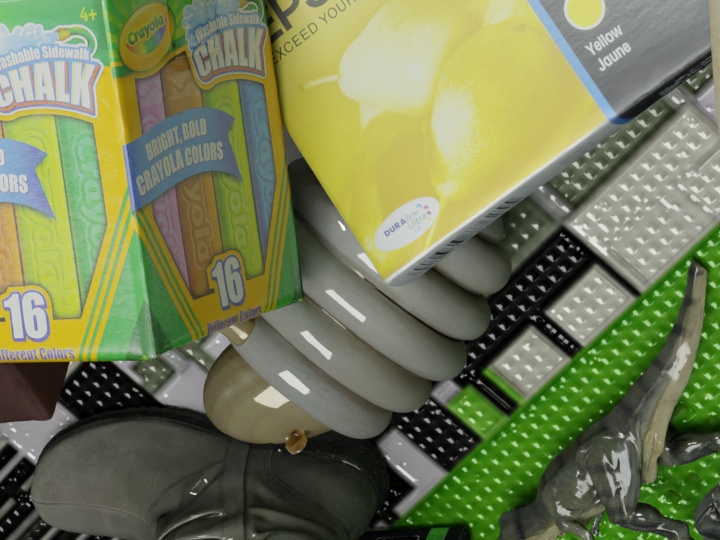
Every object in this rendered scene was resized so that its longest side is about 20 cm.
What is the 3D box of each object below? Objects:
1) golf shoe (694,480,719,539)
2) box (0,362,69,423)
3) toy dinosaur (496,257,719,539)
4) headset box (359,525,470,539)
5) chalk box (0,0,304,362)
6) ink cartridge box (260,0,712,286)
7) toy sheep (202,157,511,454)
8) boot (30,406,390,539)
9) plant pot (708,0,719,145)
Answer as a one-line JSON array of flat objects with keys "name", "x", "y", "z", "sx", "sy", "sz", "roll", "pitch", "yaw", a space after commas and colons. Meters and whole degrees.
[{"name": "golf shoe", "x": 0.260, "y": 0.123, "z": 1.335, "sx": 0.200, "sy": 0.078, "sz": 0.095, "roll": -7, "pitch": 145, "yaw": 13}, {"name": "box", "x": -0.244, "y": -0.032, "z": 1.330, "sx": 0.200, "sy": 0.164, "sz": 0.166, "roll": -7, "pitch": 136, "yaw": 23}, {"name": "toy dinosaur", "x": 0.139, "y": 0.095, "z": 1.368, "sx": 0.088, "sy": 0.047, "sz": 0.200, "roll": 37, "pitch": 120, "yaw": 5}, {"name": "headset box", "x": -0.038, "y": 0.214, "z": 1.416, "sx": 0.200, "sy": 0.174, "sz": 0.093, "roll": -4, "pitch": 117, "yaw": 22}, {"name": "chalk box", "x": -0.117, "y": -0.070, "z": 1.207, "sx": 0.124, "sy": 0.124, "sz": 0.200, "roll": -3, "pitch": 100, "yaw": 32}, {"name": "ink cartridge box", "x": 0.038, "y": -0.130, "z": 1.218, "sx": 0.198, "sy": 0.047, "sz": 0.200, "roll": -37, "pitch": 84, "yaw": 20}, {"name": "toy sheep", "x": 0.000, "y": 0.000, "z": 1.313, "sx": 0.138, "sy": 0.138, "sz": 0.200, "roll": 40, "pitch": 102, "yaw": -5}, {"name": "boot", "x": -0.091, "y": 0.128, "z": 1.412, "sx": 0.200, "sy": 0.131, "sz": 0.068, "roll": -1, "pitch": 117, "yaw": 19}, {"name": "plant pot", "x": 0.237, "y": -0.145, "z": 1.119, "sx": 0.200, "sy": 0.200, "sz": 0.177, "roll": -13, "pitch": 102, "yaw": 25}]
